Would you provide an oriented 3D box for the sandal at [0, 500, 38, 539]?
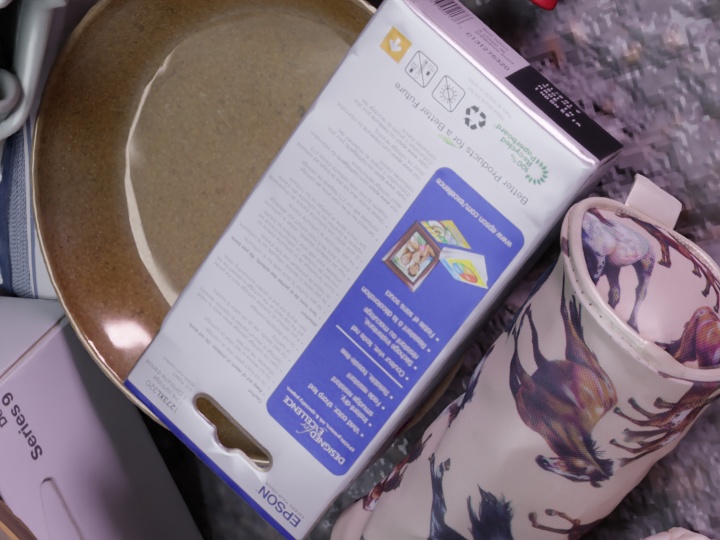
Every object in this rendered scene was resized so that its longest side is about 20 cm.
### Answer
[{"bbox_3d":[-0.153,0.145,0.946,0.080,0.054,0.201,-1,125,45],"label":"sandal"}]

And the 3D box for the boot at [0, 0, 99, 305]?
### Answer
[{"bbox_3d":[-0.137,-0.076,0.981,0.090,0.073,0.201,23,118,30],"label":"boot"}]

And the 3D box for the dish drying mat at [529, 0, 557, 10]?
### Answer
[{"bbox_3d":[0.072,-0.191,0.789,0.077,0.018,0.201,41,127,27],"label":"dish drying mat"}]

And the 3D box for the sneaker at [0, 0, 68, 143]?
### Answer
[{"bbox_3d":[-0.169,-0.070,0.923,0.080,0.070,0.201,59,138,32],"label":"sneaker"}]

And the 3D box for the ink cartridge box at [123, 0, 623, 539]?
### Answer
[{"bbox_3d":[0.000,0.000,0.852,0.095,0.037,0.200,42,118,10],"label":"ink cartridge box"}]

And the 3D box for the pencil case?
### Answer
[{"bbox_3d":[0.060,0.062,0.837,0.078,0.090,0.200,33,129,-2],"label":"pencil case"}]

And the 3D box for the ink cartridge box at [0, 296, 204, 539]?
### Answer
[{"bbox_3d":[-0.179,0.089,1.035,0.199,0.084,0.147,3,128,42],"label":"ink cartridge box"}]

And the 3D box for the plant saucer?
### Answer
[{"bbox_3d":[-0.035,-0.025,0.904,0.199,0.035,0.202,9,110,26],"label":"plant saucer"}]

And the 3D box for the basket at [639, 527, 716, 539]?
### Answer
[{"bbox_3d":[0.105,0.207,0.753,0.160,0.199,0.200,11,109,43],"label":"basket"}]
